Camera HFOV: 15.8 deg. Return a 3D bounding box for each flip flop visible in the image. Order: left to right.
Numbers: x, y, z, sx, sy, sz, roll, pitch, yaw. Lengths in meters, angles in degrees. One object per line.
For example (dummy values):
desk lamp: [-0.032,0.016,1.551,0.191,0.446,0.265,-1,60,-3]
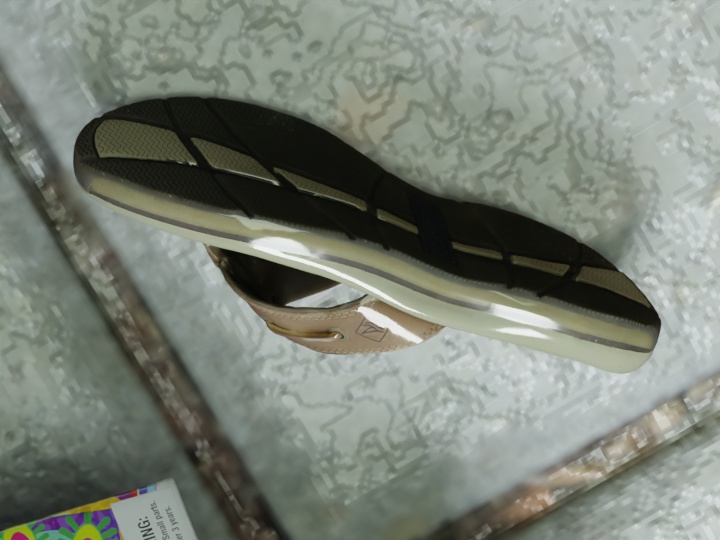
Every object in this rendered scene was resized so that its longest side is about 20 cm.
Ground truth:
flip flop: [0.000,0.000,0.836,0.199,0.081,0.058,19,117,-15]

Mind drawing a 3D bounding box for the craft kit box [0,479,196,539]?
craft kit box: [-0.112,0.182,0.764,0.197,0.049,0.201,-17,68,-21]
